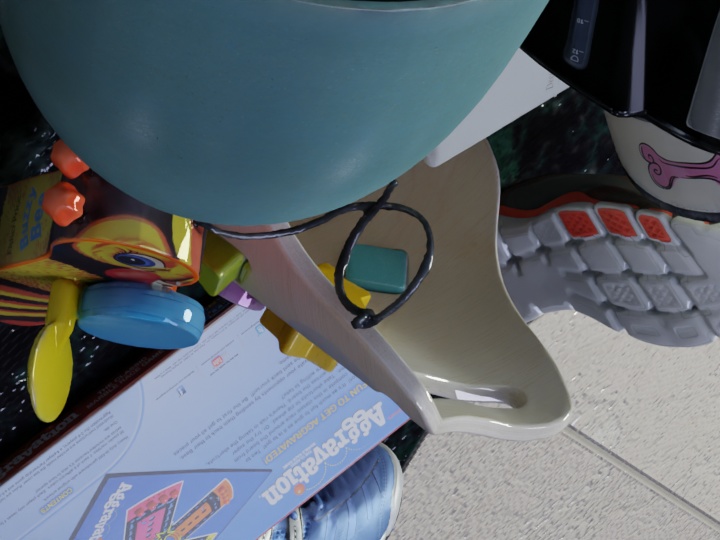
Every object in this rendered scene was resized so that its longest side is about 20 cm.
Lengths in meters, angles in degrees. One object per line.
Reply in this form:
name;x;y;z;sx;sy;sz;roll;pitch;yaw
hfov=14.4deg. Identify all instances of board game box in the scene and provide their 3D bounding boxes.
board game box;-0.077;0.084;1.269;0.200;0.019;0.103;-37;116;-11

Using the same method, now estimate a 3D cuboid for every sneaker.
sneaker;0.120;-0.021;1.298;0.082;0.200;0.077;-41;119;-31
sneaker;-0.062;0.127;1.337;0.200;0.076;0.077;-25;146;-26

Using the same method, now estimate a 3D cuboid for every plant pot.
plant pot;-0.032;-0.110;0.941;0.201;0.201;0.161;-25;154;-31

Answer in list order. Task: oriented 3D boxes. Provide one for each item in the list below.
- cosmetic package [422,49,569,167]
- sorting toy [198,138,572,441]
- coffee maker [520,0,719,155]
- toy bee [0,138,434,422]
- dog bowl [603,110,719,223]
cosmetic package;0.076;-0.136;1.135;0.200;0.102;0.074;-31;149;-20
sorting toy;0.000;0.000;1.138;0.107;0.180;0.200;-53;150;17
coffee maker;0.126;-0.166;1.001;0.135;0.192;0.200;-4;127;-16
toy bee;-0.090;-0.023;1.031;0.200;0.131;0.109;-28;146;29
dog bowl;0.183;-0.116;1.218;0.200;0.200;0.074;-41;123;-5
